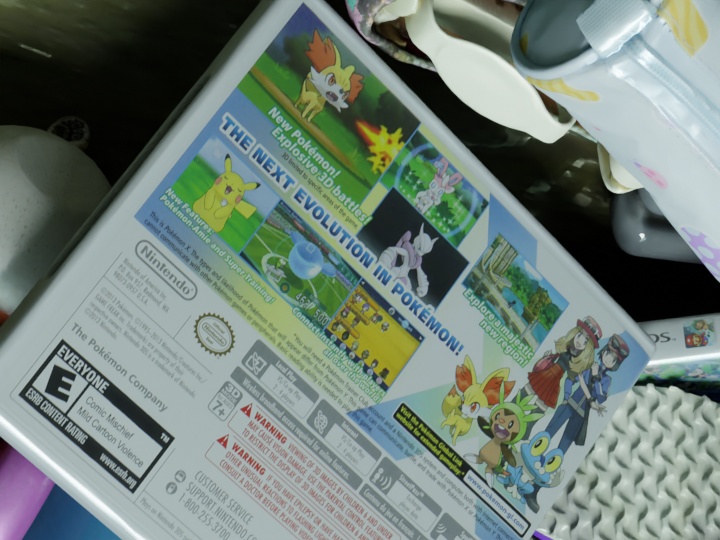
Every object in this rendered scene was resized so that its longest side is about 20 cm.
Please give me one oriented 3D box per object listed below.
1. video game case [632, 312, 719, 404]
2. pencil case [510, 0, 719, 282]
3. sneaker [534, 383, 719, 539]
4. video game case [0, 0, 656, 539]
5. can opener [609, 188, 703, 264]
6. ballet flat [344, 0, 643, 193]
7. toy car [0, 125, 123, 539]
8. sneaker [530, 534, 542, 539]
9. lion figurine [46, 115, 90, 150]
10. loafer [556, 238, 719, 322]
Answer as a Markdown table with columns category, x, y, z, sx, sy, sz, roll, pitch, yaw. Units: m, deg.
| category | x | y | z | sx | sy | sz | roll | pitch | yaw |
| --- | --- | --- | --- | --- | --- | --- | --- | --- | --- |
| video game case | 0.180 | 0.068 | 0.845 | 0.180 | 0.024 | 0.200 | -7 | 150 | 9 |
| pencil case | 0.138 | -0.034 | 0.681 | 0.083 | 0.091 | 0.200 | -30 | 117 | 32 |
| sneaker | 0.155 | 0.092 | 0.792 | 0.198 | 0.070 | 0.100 | -3 | 153 | 3 |
| video game case | -0.010 | 0.034 | 0.700 | 0.200 | 0.183 | 0.022 | 44 | 162 | -21 |
| can opener | 0.200 | -0.005 | 0.812 | 0.198 | 0.067 | 0.053 | 7 | 142 | -17 |
| ballet flat | 0.079 | -0.071 | 0.732 | 0.199 | 0.072 | 0.069 | 19 | 138 | -21 |
| toy car | -0.130 | 0.063 | 0.725 | 0.200 | 0.150 | 0.175 | 39 | 118 | -3 |
| sneaker | 0.068 | 0.163 | 0.805 | 0.200 | 0.077 | 0.088 | 45 | 120 | -11 |
| lion figurine | -0.171 | -0.007 | 0.831 | 0.198 | 0.073 | 0.123 | 12 | 140 | -1 |
| loafer | 0.103 | 0.033 | 0.860 | 0.198 | 0.073 | 0.072 | 0 | 140 | 2 |
